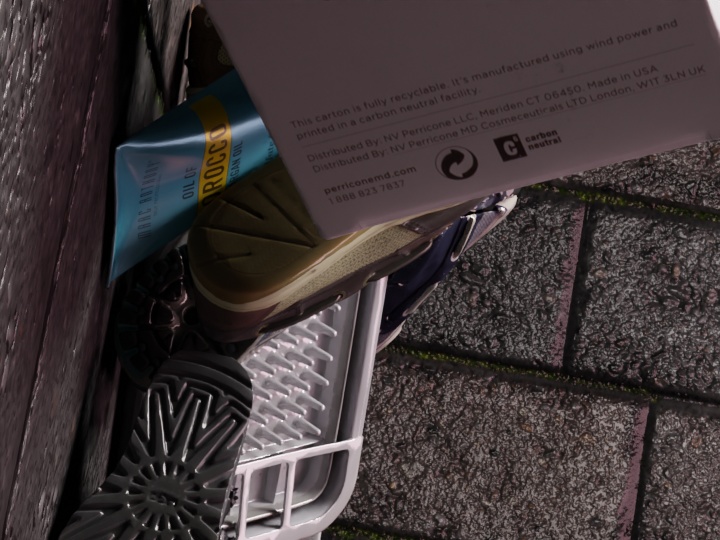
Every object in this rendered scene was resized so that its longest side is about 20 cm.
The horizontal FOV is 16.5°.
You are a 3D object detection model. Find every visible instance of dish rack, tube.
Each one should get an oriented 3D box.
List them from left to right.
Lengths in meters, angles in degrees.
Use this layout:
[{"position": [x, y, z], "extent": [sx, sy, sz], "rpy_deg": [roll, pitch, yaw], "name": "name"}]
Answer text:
[{"position": [-0.063, 0.054, 1.319], "extent": [0.171, 0.043, 0.201], "rpy_deg": [-10, 118, -44], "name": "dish rack"}, {"position": [-0.049, -0.069, 1.134], "extent": [0.200, 0.050, 0.078], "rpy_deg": [-37, 143, -41], "name": "tube"}]

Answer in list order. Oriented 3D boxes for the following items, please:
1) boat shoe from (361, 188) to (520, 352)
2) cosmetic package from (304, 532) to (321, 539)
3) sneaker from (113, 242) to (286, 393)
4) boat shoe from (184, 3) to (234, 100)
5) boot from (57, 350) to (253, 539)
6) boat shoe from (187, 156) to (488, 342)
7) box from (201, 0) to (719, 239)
[{"position": [0.000, 0.000, 1.419], "extent": [0.093, 0.075, 0.200], "rpy_deg": [-27, 163, -52], "name": "boat shoe"}, {"position": [-0.090, 0.239, 1.651], "extent": [0.081, 0.112, 0.202], "rpy_deg": [-79, 176, -80], "name": "cosmetic package"}, {"position": [-0.043, -0.011, 1.214], "extent": [0.200, 0.078, 0.086], "rpy_deg": [-36, 176, -19], "name": "sneaker"}, {"position": [0.005, -0.116, 1.260], "extent": [0.075, 0.201, 0.075], "rpy_deg": [-46, 131, -76], "name": "boat shoe"}, {"position": [-0.103, 0.152, 1.157], "extent": [0.200, 0.065, 0.165], "rpy_deg": [109, 8, -56], "name": "boot"}, {"position": [0.001, -0.032, 1.151], "extent": [0.200, 0.072, 0.066], "rpy_deg": [-32, 160, -29], "name": "boat shoe"}, {"position": [0.042, -0.145, 1.017], "extent": [0.131, 0.198, 0.201], "rpy_deg": [-78, 148, -50], "name": "box"}]
